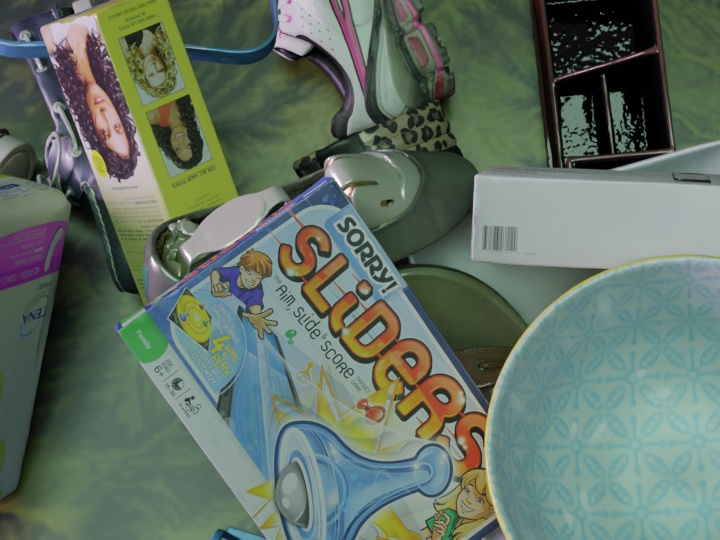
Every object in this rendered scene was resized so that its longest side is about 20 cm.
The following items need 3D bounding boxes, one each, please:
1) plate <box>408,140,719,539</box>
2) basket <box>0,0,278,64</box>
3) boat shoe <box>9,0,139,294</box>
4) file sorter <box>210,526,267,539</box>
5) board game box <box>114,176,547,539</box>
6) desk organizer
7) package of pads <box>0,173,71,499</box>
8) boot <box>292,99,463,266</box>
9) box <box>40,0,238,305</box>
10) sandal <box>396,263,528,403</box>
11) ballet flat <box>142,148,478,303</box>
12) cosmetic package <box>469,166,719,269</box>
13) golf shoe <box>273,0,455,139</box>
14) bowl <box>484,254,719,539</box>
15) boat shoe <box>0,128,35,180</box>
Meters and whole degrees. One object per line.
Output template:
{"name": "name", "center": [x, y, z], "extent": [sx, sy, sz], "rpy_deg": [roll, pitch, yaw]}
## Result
{"name": "plate", "center": [0.143, 0.043, 0.978], "extent": [0.199, 0.032, 0.200], "rpy_deg": [-14, 94, 10]}
{"name": "basket", "center": [-0.139, -0.219, 1.042], "extent": [0.176, 0.139, 0.200], "rpy_deg": [1, 73, -7]}
{"name": "boat shoe", "center": [-0.170, -0.074, 1.058], "extent": [0.062, 0.075, 0.200], "rpy_deg": [-16, 77, -3]}
{"name": "file sorter", "center": [-0.009, 0.237, 0.963], "extent": [0.200, 0.123, 0.139], "rpy_deg": [17, 79, 6]}
{"name": "board game box", "center": [-0.014, 0.071, 0.888], "extent": [0.135, 0.034, 0.200], "rpy_deg": [-36, 99, -7]}
{"name": "desk organizer", "center": [0.151, -0.090, 1.049], "extent": [0.072, 0.077, 0.200], "rpy_deg": [-5, 78, 1]}
{"name": "package of pads", "center": [-0.235, 0.047, 0.970], "extent": [0.068, 0.155, 0.200], "rpy_deg": [15, 101, 12]}
{"name": "boot", "center": [0.000, 0.000, 1.023], "extent": [0.200, 0.073, 0.151], "rpy_deg": [-25, 92, -7]}
{"name": "box", "center": [-0.113, -0.055, 0.976], "extent": [0.050, 0.075, 0.200], "rpy_deg": [-28, 105, -31]}
{"name": "sandal", "center": [0.079, 0.070, 0.945], "extent": [0.201, 0.057, 0.080], "rpy_deg": [41, 100, 2]}
{"name": "ballet flat", "center": [-0.023, -0.028, 0.927], "extent": [0.200, 0.064, 0.067], "rpy_deg": [-23, 55, -13]}
{"name": "cosmetic package", "center": [0.161, -0.027, 0.912], "extent": [0.200, 0.083, 0.051], "rpy_deg": [3, 94, 7]}
{"name": "golf shoe", "center": [-0.023, -0.178, 1.076], "extent": [0.092, 0.073, 0.200], "rpy_deg": [-28, 78, -4]}
{"name": "bowl", "center": [0.164, 0.103, 0.869], "extent": [0.200, 0.108, 0.200], "rpy_deg": [-2, 69, 5]}
{"name": "boat shoe", "center": [-0.282, -0.011, 1.052], "extent": [0.059, 0.072, 0.200], "rpy_deg": [32, 77, 14]}
